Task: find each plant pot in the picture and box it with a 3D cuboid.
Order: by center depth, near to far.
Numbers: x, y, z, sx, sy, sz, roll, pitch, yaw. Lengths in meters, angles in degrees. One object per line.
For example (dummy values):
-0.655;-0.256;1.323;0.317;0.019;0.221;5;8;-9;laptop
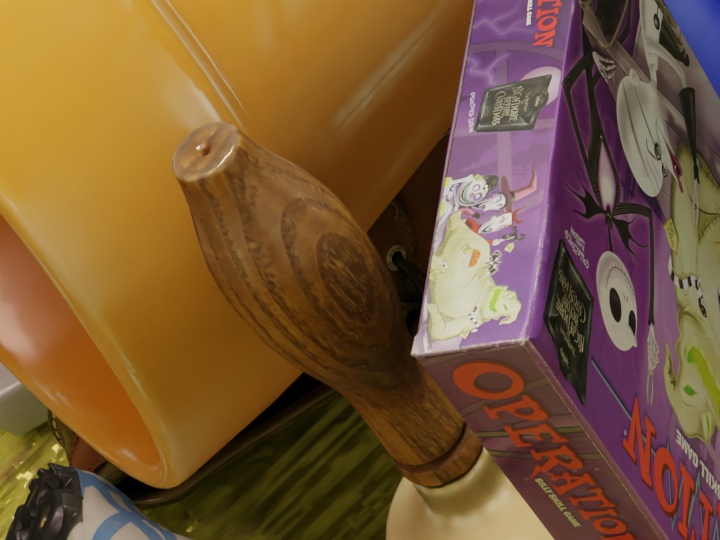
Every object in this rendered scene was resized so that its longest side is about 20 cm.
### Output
-0.044;-0.080;0.707;0.183;0.200;0.200;-41;42;-13;plant pot

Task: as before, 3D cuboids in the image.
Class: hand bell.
0.015;0.034;0.646;0.104;0.200;0.104;-18;45;20;hand bell

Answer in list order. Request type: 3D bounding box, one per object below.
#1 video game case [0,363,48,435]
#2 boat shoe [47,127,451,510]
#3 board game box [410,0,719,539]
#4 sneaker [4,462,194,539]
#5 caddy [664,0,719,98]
-0.053;-0.062;0.908;0.182;0.024;0.200;-29;42;10;video game case
0.000;0.000;0.792;0.200;0.072;0.068;-36;45;17;boat shoe
0.072;0.026;0.615;0.032;0.200;0.120;-7;51;29;board game box
-0.043;0.101;0.713;0.200;0.072;0.072;26;95;60;sneaker
0.160;-0.091;0.719;0.200;0.105;0.141;-48;9;-11;caddy
